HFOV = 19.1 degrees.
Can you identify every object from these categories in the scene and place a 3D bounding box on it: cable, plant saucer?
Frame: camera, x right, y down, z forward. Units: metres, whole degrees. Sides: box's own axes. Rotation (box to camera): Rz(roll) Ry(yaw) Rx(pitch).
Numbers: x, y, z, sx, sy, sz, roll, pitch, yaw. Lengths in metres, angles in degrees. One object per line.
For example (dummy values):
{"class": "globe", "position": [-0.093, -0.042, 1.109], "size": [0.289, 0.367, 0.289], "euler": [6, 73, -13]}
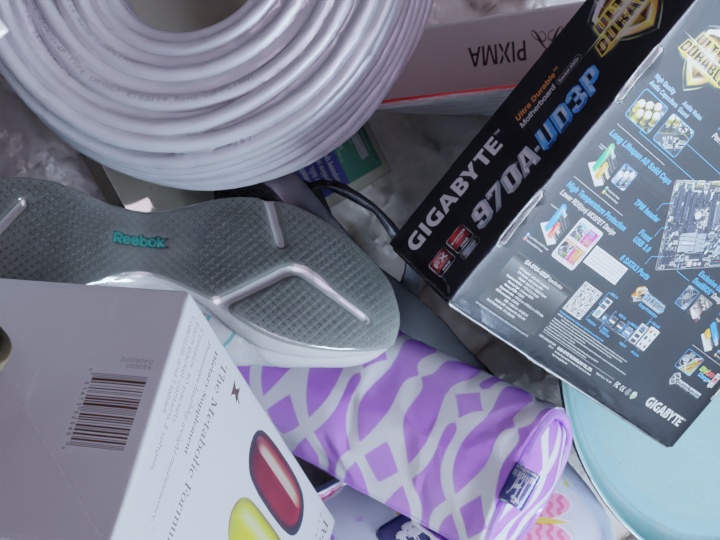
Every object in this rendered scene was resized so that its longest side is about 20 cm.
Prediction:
{"class": "cable", "position": [-0.068, -0.136, 0.913], "size": [0.200, 0.069, 0.200], "euler": [-45, 75, 2]}
{"class": "plant saucer", "position": [0.175, 0.047, 1.037], "size": [0.199, 0.027, 0.201], "euler": [3, 84, -28]}

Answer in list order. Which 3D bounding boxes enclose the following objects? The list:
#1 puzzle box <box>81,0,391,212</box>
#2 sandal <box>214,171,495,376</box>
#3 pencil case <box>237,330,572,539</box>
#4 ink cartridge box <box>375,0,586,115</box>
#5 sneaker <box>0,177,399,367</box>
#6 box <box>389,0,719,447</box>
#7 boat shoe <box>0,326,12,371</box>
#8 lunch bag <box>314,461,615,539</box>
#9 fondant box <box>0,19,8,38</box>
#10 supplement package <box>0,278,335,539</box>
{"class": "puzzle box", "position": [-0.085, -0.102, 1.020], "size": [0.133, 0.025, 0.201], "euler": [-31, 101, -22]}
{"class": "sandal", "position": [0.000, 0.000, 1.014], "size": [0.200, 0.076, 0.043], "euler": [46, 69, -41]}
{"class": "pencil case", "position": [0.000, 0.065, 0.971], "size": [0.199, 0.084, 0.086], "euler": [26, 92, 23]}
{"class": "ink cartridge box", "position": [0.073, -0.096, 0.974], "size": [0.176, 0.200, 0.045], "euler": [-4, 92, -38]}
{"class": "sneaker", "position": [-0.083, 0.011, 0.927], "size": [0.199, 0.080, 0.071], "euler": [9, 56, -9]}
{"class": "box", "position": [0.124, -0.024, 0.896], "size": [0.159, 0.046, 0.200], "euler": [-51, 139, 6]}
{"class": "boat shoe", "position": [-0.186, 0.027, 0.802], "size": [0.072, 0.200, 0.068], "euler": [33, 90, -25]}
{"class": "lunch bag", "position": [0.043, 0.181, 1.012], "size": [0.169, 0.127, 0.201], "euler": [-24, 95, -16]}
{"class": "fondant box", "position": [-0.241, -0.051, 0.801], "size": [0.200, 0.144, 0.058], "euler": [-38, 106, -18]}
{"class": "supplement package", "position": [-0.099, 0.103, 0.885], "size": [0.200, 0.109, 0.114], "euler": [62, 38, -54]}
